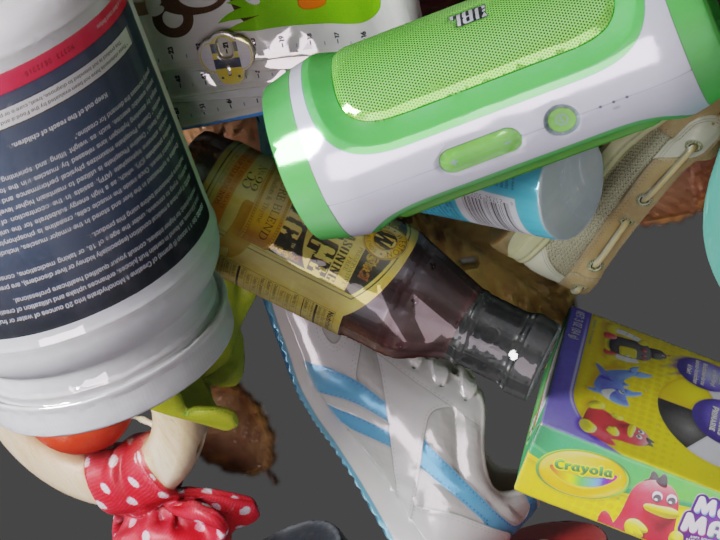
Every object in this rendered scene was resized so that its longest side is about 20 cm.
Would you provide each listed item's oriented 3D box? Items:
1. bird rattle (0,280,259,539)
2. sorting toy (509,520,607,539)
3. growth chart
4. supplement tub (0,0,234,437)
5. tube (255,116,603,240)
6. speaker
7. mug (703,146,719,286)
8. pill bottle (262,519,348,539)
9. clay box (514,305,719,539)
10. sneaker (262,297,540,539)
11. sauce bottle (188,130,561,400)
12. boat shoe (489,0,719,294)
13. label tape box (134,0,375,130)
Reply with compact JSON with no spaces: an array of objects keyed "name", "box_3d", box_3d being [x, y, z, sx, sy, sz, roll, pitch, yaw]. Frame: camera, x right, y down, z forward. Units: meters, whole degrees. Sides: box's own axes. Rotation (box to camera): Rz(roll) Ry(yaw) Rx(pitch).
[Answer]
[{"name":"bird rattle","box_3d":[-0.123,0.074,1.485,0.162,0.113,0.201,24,137,13]},{"name":"sorting toy","box_3d":[0.129,0.184,1.409,0.197,0.200,0.070,-7,108,17]},{"name":"growth chart","box_3d":[-0.065,-0.125,1.301,0.199,0.018,0.145,-14,117,20]},{"name":"supplement tub","box_3d":[-0.146,-0.042,1.275,0.139,0.141,0.201,-10,117,19]},{"name":"tube","box_3d":[0.021,-0.056,1.347,0.199,0.050,0.078,14,123,38]},{"name":"speaker","box_3d":[0.061,-0.081,1.245,0.199,0.089,0.089,-20,114,12]},{"name":"mug","box_3d":[0.243,-0.021,1.257,0.184,0.153,0.115,7,129,-13]},{"name":"pill bottle","box_3d":[0.007,0.233,1.512,0.111,0.112,0.200,-24,115,25]},{"name":"clay box","box_3d":[0.181,0.096,1.389,0.199,0.115,0.048,20,122,1]},{"name":"sneaker","box_3d":[0.015,0.060,1.442,0.080,0.077,0.201,-32,106,4]},{"name":"sauce bottle","box_3d":[0.000,0.000,1.363,0.199,0.066,0.066,24,123,5]},{"name":"boat shoe","box_3d":[0.141,-0.062,1.333,0.063,0.073,0.201,33,125,-16]},{"name":"label tape box","box_3d":[-0.073,-0.172,1.321,0.143,0.063,0.201,-9,120,19]}]
